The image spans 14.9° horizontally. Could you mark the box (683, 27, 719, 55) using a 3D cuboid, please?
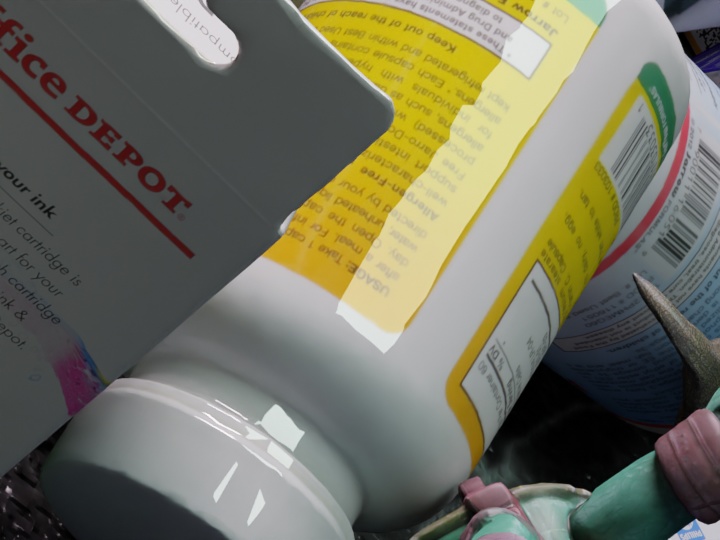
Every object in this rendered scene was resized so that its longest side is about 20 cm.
[{"bbox_3d":[0.220,-0.051,1.215,0.119,0.041,0.201,-5,64,-54],"label":"box"}]

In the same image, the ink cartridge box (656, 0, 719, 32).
[{"bbox_3d":[0.112,-0.150,0.975,0.199,0.174,0.044,-9,60,-19],"label":"ink cartridge box"}]

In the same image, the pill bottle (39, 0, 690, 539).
[{"bbox_3d":[0.000,0.000,0.764,0.113,0.113,0.200,41,65,-16],"label":"pill bottle"}]

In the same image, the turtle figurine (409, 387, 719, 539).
[{"bbox_3d":[0.051,0.096,0.710,0.101,0.199,0.150,57,-5,35],"label":"turtle figurine"}]

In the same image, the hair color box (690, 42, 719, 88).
[{"bbox_3d":[0.200,-0.039,1.005,0.065,0.200,0.110,-28,102,-27],"label":"hair color box"}]

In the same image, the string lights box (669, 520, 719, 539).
[{"bbox_3d":[0.104,0.170,0.791,0.059,0.103,0.201,-3,61,-54],"label":"string lights box"}]

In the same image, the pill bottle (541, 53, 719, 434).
[{"bbox_3d":[0.098,-0.009,0.937,0.200,0.108,0.109,36,32,-49],"label":"pill bottle"}]

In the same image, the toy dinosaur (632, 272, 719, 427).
[{"bbox_3d":[0.126,0.076,0.899,0.201,0.077,0.102,57,48,-17],"label":"toy dinosaur"}]

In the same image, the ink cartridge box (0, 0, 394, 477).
[{"bbox_3d":[-0.085,-0.032,0.664,0.117,0.200,0.067,44,33,-11],"label":"ink cartridge box"}]

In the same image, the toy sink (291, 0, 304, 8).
[{"bbox_3d":[-0.092,-0.113,0.776,0.200,0.130,0.112,36,27,-18],"label":"toy sink"}]
